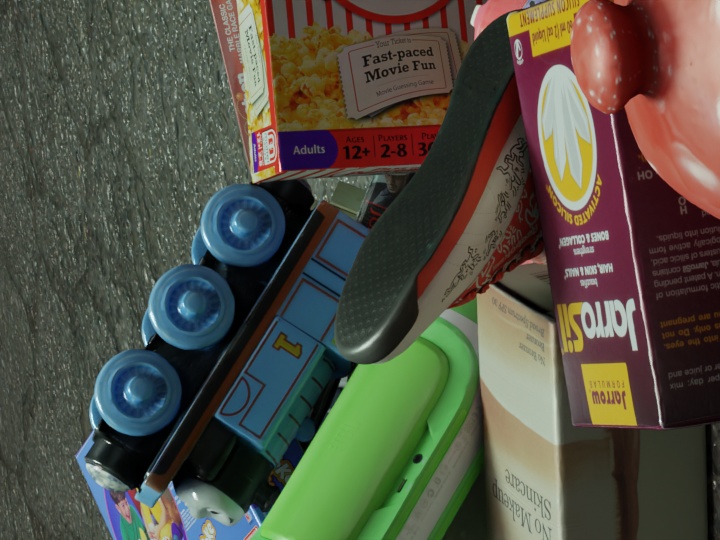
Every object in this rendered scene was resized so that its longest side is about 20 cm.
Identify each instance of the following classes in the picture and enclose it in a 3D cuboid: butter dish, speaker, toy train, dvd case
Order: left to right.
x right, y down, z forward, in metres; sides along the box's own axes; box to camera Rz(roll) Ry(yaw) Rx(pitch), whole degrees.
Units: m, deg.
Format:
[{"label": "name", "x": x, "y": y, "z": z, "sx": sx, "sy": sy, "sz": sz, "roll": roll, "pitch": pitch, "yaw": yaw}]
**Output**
[{"label": "toy train", "x": -0.064, "y": 0.044, "z": 1.445, "sx": 0.201, "sy": 0.114, "sz": 0.087, "roll": -59, "pitch": 0, "yaw": -16}, {"label": "dvd case", "x": 0.000, "y": 0.000, "z": 1.575, "sx": 0.146, "sy": 0.022, "sz": 0.201, "roll": -55, "pitch": -16, "yaw": -81}, {"label": "speaker", "x": 0.011, "y": 0.105, "z": 1.411, "sx": 0.201, "sy": 0.088, "sz": 0.088, "roll": -58, "pitch": 9, "yaw": -16}, {"label": "butter dish", "x": 0.153, "y": -0.093, "z": 1.064, "sx": 0.200, "sy": 0.147, "sz": 0.201, "roll": -136, "pitch": 41, "yaw": -63}]

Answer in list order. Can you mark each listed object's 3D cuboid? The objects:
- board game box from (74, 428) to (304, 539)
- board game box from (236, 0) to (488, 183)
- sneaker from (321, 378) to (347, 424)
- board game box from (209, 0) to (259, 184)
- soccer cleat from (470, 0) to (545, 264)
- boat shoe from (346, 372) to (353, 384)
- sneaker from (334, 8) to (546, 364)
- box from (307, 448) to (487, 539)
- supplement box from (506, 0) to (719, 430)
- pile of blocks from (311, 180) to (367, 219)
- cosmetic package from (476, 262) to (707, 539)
[{"label": "board game box", "x": -0.095, "y": 0.123, "z": 1.567, "sx": 0.135, "sy": 0.045, "sz": 0.200, "roll": 63, "pitch": 150, "yaw": 15}, {"label": "board game box", "x": 0.008, "y": -0.152, "z": 1.453, "sx": 0.046, "sy": 0.150, "sz": 0.202, "roll": 165, "pitch": 99, "yaw": -66}, {"label": "sneaker", "x": 0.014, "y": 0.140, "z": 1.766, "sx": 0.200, "sy": 0.108, "sz": 0.070, "roll": 37, "pitch": 139, "yaw": 22}, {"label": "board game box", "x": -0.069, "y": -0.149, "z": 1.504, "sx": 0.103, "sy": 0.019, "sz": 0.201, "roll": -88, "pitch": -14, "yaw": -71}, {"label": "soccer cleat", "x": 0.095, "y": -0.049, "z": 1.413, "sx": 0.076, "sy": 0.066, "sz": 0.202, "roll": 25, "pitch": 122, "yaw": 57}, {"label": "boat shoe", "x": 0.016, "y": 0.045, "z": 1.696, "sx": 0.075, "sy": 0.061, "sz": 0.201, "roll": 77, "pitch": 180, "yaw": -50}, {"label": "sneaker", "x": 0.071, "y": -0.018, "z": 1.309, "sx": 0.067, "sy": 0.108, "sz": 0.202, "roll": -7, "pitch": 50, "yaw": 52}, {"label": "box", "x": 0.022, "y": 0.162, "z": 1.560, "sx": 0.200, "sy": 0.127, "sz": 0.110, "roll": 130, "pitch": 148, "yaw": -57}, {"label": "supplement box", "x": 0.138, "y": -0.032, "z": 1.240, "sx": 0.110, "sy": 0.085, "sz": 0.202, "roll": 171, "pitch": 90, "yaw": -72}, {"label": "pile of blocks", "x": -0.056, "y": 0.037, "z": 1.637, "sx": 0.082, "sy": 0.062, "sz": 0.201, "roll": 94, "pitch": -163, "yaw": -83}, {"label": "cosmetic package", "x": 0.117, "y": 0.102, "z": 1.368, "sx": 0.103, "sy": 0.087, "sz": 0.202, "roll": -149, "pitch": 52, "yaw": -65}]
